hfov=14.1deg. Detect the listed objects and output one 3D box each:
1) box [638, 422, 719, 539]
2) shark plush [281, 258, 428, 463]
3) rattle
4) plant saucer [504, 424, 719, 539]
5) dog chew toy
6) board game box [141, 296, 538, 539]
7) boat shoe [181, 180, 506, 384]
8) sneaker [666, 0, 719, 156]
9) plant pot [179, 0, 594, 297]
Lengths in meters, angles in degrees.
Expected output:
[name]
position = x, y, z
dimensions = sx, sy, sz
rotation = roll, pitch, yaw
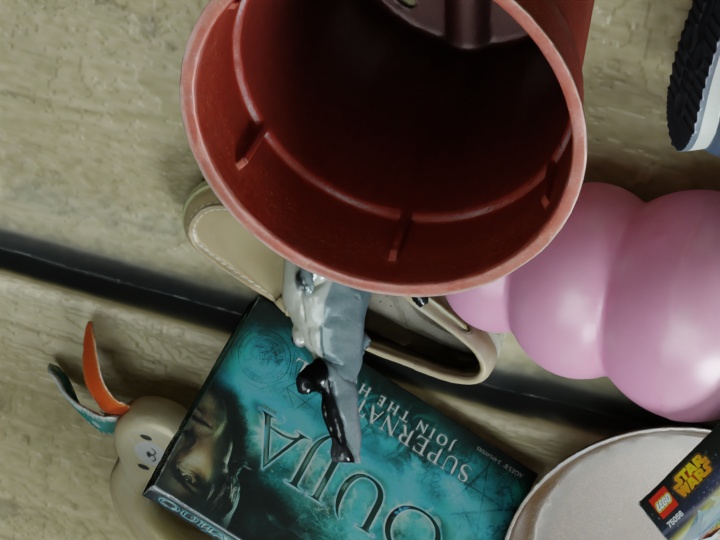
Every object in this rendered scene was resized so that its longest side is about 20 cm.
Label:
[box]
position = 0.251, 0.064, 1.547
dimensions = 0.200, 0.137, 0.040
rotation = -48, 70, 27
[shark plush]
position = 0.000, 0.000, 1.580
dimensions = 0.083, 0.201, 0.091
rotation = 5, 163, -2
[rattle]
position = -0.130, 0.149, 1.751
dimensions = 0.130, 0.143, 0.200
rotation = -1, 138, 48
[plant saucer]
position = 0.182, 0.167, 1.708
dimensions = 0.199, 0.032, 0.201
rotation = 1, 122, 2
[dog chew toy]
position = 0.134, 0.009, 1.577
dimensions = 0.199, 0.125, 0.125
rotation = 12, 129, 18
[board game box]
position = -0.010, 0.125, 1.697
dimensions = 0.199, 0.136, 0.028
rotation = 32, 157, -8
[boat shoe]
position = -0.012, 0.007, 1.651
dimensions = 0.199, 0.065, 0.072
rotation = 23, 129, 0
[sneaker]
position = 0.221, -0.143, 1.478
dimensions = 0.082, 0.070, 0.201
rotation = 7, 130, -15
[plant pot]
position = 0.032, -0.125, 1.457
dimensions = 0.200, 0.196, 0.202
rotation = 8, 127, 11
